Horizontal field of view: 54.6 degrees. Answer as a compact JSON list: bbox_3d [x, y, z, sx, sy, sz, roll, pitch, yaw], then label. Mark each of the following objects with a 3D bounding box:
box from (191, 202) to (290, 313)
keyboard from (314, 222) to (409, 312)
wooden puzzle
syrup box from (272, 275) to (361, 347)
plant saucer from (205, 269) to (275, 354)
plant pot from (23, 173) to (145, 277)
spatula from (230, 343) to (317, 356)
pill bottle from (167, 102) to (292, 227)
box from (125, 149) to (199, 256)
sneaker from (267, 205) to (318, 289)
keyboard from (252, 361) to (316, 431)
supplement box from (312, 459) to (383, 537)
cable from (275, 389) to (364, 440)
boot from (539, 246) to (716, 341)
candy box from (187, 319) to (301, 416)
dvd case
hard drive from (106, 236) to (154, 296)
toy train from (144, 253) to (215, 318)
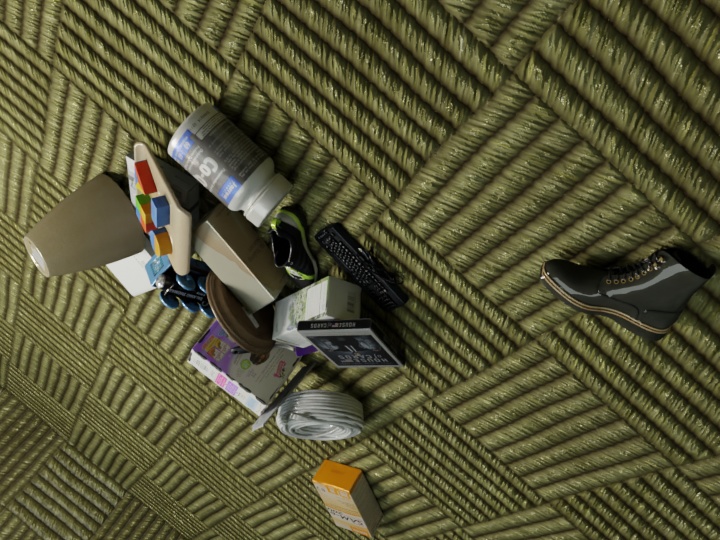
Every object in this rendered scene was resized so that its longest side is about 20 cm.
[{"bbox_3d":[-0.236,-0.027,1.354,0.077,0.095,0.201,-28,111,33],"label":"box"},{"bbox_3d":[0.000,0.000,1.251,0.200,0.040,0.104,45,141,-10],"label":"keyboard"},{"bbox_3d":[-0.385,-0.111,1.316,0.201,0.046,0.186,52,147,24],"label":"wooden puzzle"},{"bbox_3d":[-0.088,0.084,1.349,0.080,0.080,0.199,19,152,-32],"label":"syrup box"},{"bbox_3d":[-0.230,0.074,1.398,0.029,0.201,0.201,-32,108,19],"label":"plant saucer"},{"bbox_3d":[-0.592,-0.074,1.471,0.186,0.199,0.189,31,140,30],"label":"plant pot"},{"bbox_3d":[-0.176,0.162,1.474,0.196,0.021,0.057,-3,134,-4],"label":"spatula"},{"bbox_3d":[-0.218,-0.176,1.186,0.200,0.114,0.114,42,141,-5],"label":"pill bottle"},{"bbox_3d":[-0.402,-0.134,1.427,0.154,0.041,0.202,29,139,12],"label":"box"},{"bbox_3d":[-0.135,-0.027,1.291,0.071,0.083,0.202,13,137,27],"label":"sneaker"},{"bbox_3d":[-0.164,0.270,1.513,0.011,0.200,0.056,51,140,-12],"label":"keyboard"},{"bbox_3d":[-0.032,0.602,1.838,0.124,0.074,0.202,5,131,35],"label":"supplement box"},{"bbox_3d":[-0.090,0.328,1.555,0.196,0.070,0.201,6,152,-14],"label":"cable"},{"bbox_3d":[0.362,0.000,0.956,0.197,0.078,0.139,21,136,0],"label":"boot"},{"bbox_3d":[-0.245,0.185,1.518,0.199,0.168,0.072,36,142,1],"label":"candy box"},{"bbox_3d":[-0.013,0.141,1.323,0.148,0.025,0.200,-4,151,22],"label":"dvd case"},{"bbox_3d":[-0.530,-0.010,1.659,0.198,0.026,0.133,-15,118,45],"label":"hard drive"},{"bbox_3d":[-0.347,0.024,1.447,0.087,0.199,0.115,-42,56,20],"label":"toy train"}]
